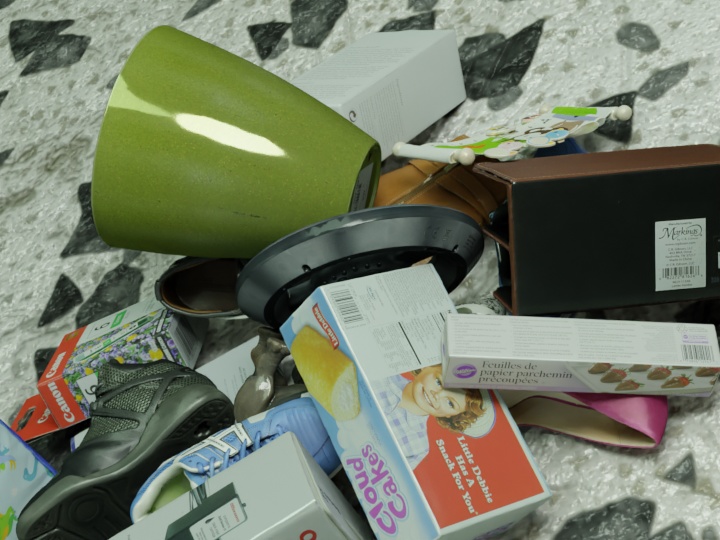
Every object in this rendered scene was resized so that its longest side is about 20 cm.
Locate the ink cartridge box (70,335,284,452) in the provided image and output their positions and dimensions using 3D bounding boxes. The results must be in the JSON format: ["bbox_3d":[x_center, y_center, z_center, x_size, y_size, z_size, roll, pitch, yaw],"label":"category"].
[{"bbox_3d":[-0.141,0.174,1.356,0.199,0.041,0.201,-27,43,9],"label":"ink cartridge box"}]

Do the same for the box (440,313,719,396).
[{"bbox_3d":[0.157,0.061,1.169,0.198,0.039,0.042,2,50,-5],"label":"box"}]

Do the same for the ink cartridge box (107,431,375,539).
[{"bbox_3d":[-0.091,0.230,1.199,0.199,0.147,0.083,-30,42,4],"label":"ink cartridge box"}]

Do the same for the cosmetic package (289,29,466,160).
[{"bbox_3d":[0.002,-0.152,1.471,0.101,0.072,0.200,4,28,35],"label":"cosmetic package"}]

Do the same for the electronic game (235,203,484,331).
[{"bbox_3d":[0.000,0.000,1.270,0.198,0.200,0.042,-20,67,16],"label":"electronic game"}]

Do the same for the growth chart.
[{"bbox_3d":[0.128,-0.113,1.355,0.199,0.018,0.144,-17,13,-32],"label":"growth chart"}]

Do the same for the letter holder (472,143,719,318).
[{"bbox_3d":[0.193,-0.036,1.239,0.198,0.102,0.142,-5,11,-9],"label":"letter holder"}]

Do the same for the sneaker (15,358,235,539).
[{"bbox_3d":[-0.206,0.147,1.339,0.199,0.076,0.114,-41,41,-10],"label":"sneaker"}]

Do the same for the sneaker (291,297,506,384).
[{"bbox_3d":[0.040,0.069,1.334,0.198,0.078,0.089,-15,15,23],"label":"sneaker"}]

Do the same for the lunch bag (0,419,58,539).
[{"bbox_3d":[-0.347,0.215,1.356,0.200,0.170,0.127,-41,43,-5],"label":"lunch bag"}]

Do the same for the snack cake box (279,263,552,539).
[{"bbox_3d":[0.039,0.102,1.186,0.067,0.114,0.201,-45,64,44],"label":"snack cake box"}]

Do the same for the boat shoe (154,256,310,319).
[{"bbox_3d":[-0.079,0.012,1.383,0.198,0.068,0.073,-2,92,22],"label":"boat shoe"}]

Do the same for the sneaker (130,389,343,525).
[{"bbox_3d":[-0.088,0.154,1.234,0.199,0.076,0.077,-30,-1,22],"label":"sneaker"}]

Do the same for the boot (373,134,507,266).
[{"bbox_3d":[0.033,-0.072,1.434,0.155,0.077,0.200,-44,46,-7],"label":"boot"}]

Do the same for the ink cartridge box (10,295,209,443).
[{"bbox_3d":[-0.238,0.086,1.460,0.198,0.051,0.109,-22,19,13],"label":"ink cartridge box"}]

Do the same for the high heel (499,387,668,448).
[{"bbox_3d":[0.131,0.109,1.227,0.198,0.068,0.096,-9,43,11],"label":"high heel"}]

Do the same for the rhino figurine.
[{"bbox_3d":[-0.014,0.121,1.271,0.199,0.060,0.088,24,98,21],"label":"rhino figurine"}]

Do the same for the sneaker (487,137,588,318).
[{"bbox_3d":[0.153,-0.040,1.323,0.078,0.089,0.201,-9,47,25],"label":"sneaker"}]

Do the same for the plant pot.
[{"bbox_3d":[-0.090,-0.084,1.336,0.198,0.188,0.188,16,59,12],"label":"plant pot"}]
